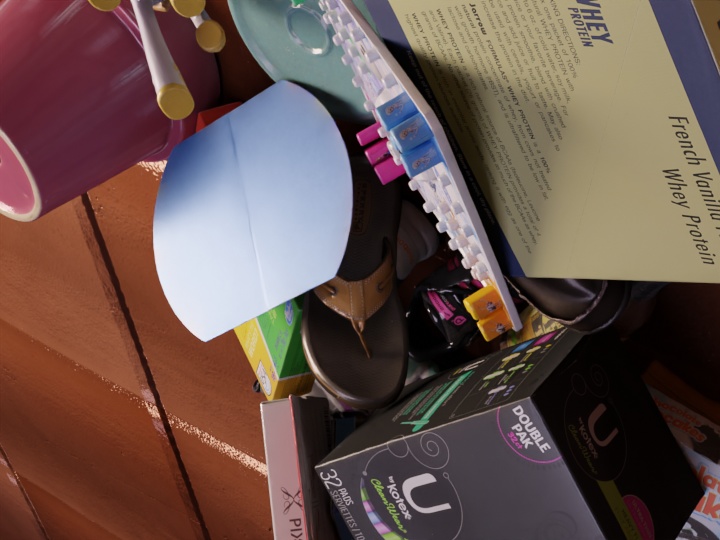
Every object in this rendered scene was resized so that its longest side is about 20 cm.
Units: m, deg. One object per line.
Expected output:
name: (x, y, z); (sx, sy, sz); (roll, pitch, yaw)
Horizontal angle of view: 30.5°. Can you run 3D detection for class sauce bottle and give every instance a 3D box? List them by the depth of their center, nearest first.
sauce bottle: (0.162, 0.024, 0.918); (0.065, 0.065, 0.200); (41, 148, 3)

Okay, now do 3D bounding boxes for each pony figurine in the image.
pony figurine: (-0.163, -0.227, 0.885); (0.194, 0.165, 0.201); (58, -176, -48)

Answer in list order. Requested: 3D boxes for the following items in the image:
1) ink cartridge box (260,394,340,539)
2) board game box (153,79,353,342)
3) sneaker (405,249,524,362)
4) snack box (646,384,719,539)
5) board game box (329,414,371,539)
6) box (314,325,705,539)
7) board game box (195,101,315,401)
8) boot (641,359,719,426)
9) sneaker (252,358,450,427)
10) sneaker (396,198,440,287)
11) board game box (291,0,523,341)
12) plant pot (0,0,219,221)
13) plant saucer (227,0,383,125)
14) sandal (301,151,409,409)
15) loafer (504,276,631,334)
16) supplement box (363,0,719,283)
ink cartridge box: (-0.045, 0.198, 1.013); (0.044, 0.202, 0.176); (-8, 172, 7)
board game box: (-0.073, -0.042, 0.984); (0.199, 0.039, 0.160); (-26, 68, 32)
sneaker: (0.089, 0.011, 0.956); (0.077, 0.084, 0.200); (40, 140, 5)
snack box: (0.231, 0.158, 0.920); (0.199, 0.037, 0.117); (30, 136, 22)
board game box: (0.086, 0.200, 1.094); (0.198, 0.097, 0.160); (-6, 133, 7)
box: (0.099, 0.143, 0.894); (0.199, 0.124, 0.149); (-24, 99, 41)
board game box: (-0.086, -0.012, 1.089); (0.201, 0.040, 0.154); (61, 154, 26)
boot: (0.237, 0.157, 1.000); (0.144, 0.071, 0.202); (38, 144, 18)
sneaker: (-0.004, 0.121, 1.141); (0.199, 0.141, 0.078); (27, -178, 26)
sneaker: (-0.024, -0.008, 1.079); (0.074, 0.080, 0.199); (50, 150, -17)
board game box: (0.022, -0.078, 0.805); (0.201, 0.026, 0.201); (59, 179, 41)
plant pot: (-0.243, -0.144, 1.067); (0.199, 0.179, 0.201); (30, 147, 22)
plant saucer: (-0.028, -0.176, 0.920); (0.199, 0.036, 0.201); (29, 146, 22)
sandal: (0.000, 0.000, 0.962); (0.081, 0.202, 0.055); (5, 160, 3)
loafer: (0.092, -0.038, 0.851); (0.200, 0.071, 0.073); (50, 116, 24)
supplement box: (0.144, -0.112, 0.702); (0.199, 0.134, 0.201); (2, 130, 49)
